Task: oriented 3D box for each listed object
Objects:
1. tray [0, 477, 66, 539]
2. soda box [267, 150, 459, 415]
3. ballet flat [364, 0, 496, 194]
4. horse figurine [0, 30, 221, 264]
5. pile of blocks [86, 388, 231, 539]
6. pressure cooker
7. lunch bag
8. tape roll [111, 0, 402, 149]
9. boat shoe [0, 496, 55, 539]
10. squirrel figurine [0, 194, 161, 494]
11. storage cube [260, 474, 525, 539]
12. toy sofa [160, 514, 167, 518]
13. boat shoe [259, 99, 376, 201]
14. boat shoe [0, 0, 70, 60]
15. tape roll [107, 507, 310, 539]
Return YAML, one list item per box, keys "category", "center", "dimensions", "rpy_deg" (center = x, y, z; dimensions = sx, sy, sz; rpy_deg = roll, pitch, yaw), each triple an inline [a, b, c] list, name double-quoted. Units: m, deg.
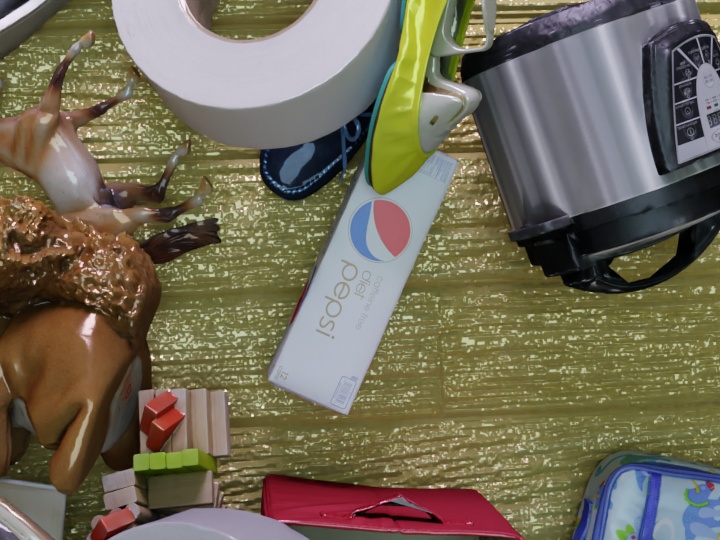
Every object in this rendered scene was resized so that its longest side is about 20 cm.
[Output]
- category: "tray"
  center: [-0.310, 0.173, 0.986]
  dimensions: [0.199, 0.022, 0.108]
  rpy_deg: [9, 126, -6]
- category: "soda box"
  center: [0.000, 0.000, 1.005]
  dimensions: [0.063, 0.068, 0.201]
  rpy_deg: [25, 89, -5]
- category: "ballet flat"
  center: [0.052, -0.139, 0.915]
  dimensions: [0.067, 0.067, 0.201]
  rpy_deg: [19, 107, 22]
- category: "horse figurine"
  center: [-0.189, -0.074, 0.987]
  dimensions: [0.132, 0.050, 0.200]
  rpy_deg: [-35, 103, 17]
- category: "pile of blocks"
  center: [-0.143, 0.168, 0.928]
  dimensions: [0.082, 0.062, 0.201]
  rpy_deg: [17, 78, 16]
- category: "pressure cooker"
  center: [0.178, -0.086, 0.969]
  dimensions: [0.175, 0.179, 0.201]
  rpy_deg: [-18, 93, 8]
- category: "lunch bag"
  center: [0.230, 0.242, 1.030]
  dimensions: [0.160, 0.082, 0.201]
  rpy_deg: [13, 89, -3]
- category: "tape roll"
  center: [-0.066, -0.189, 0.955]
  dimensions: [0.201, 0.071, 0.203]
  rpy_deg: [-4, 71, 11]
- category: "boat shoe"
  center: [-0.272, 0.161, 0.901]
  dimensions: [0.200, 0.072, 0.065]
  rpy_deg: [30, 71, 14]
- category: "squirrel figurine"
  center: [-0.243, 0.042, 0.958]
  dimensions: [0.186, 0.142, 0.201]
  rpy_deg: [15, 98, 8]
- category: "storage cube"
  center: [0.011, 0.244, 0.958]
  dimensions: [0.170, 0.180, 0.201]
  rpy_deg: [4, 90, -5]
- category: "toy sofa"
  center: [-0.177, 0.240, 0.998]
  dimensions: [0.200, 0.098, 0.083]
  rpy_deg: [-44, 70, -3]
- category: "boat shoe"
  center: [-0.010, -0.142, 1.000]
  dimensions: [0.084, 0.069, 0.200]
  rpy_deg: [31, 89, -5]
- category: "boat shoe"
  center: [-0.244, -0.199, 0.974]
  dimensions: [0.200, 0.074, 0.060]
  rpy_deg: [-38, 95, -6]
- category: "tape roll"
  center: [-0.094, 0.247, 0.839]
  dimensions: [0.199, 0.066, 0.201]
  rpy_deg: [0, 90, 22]
